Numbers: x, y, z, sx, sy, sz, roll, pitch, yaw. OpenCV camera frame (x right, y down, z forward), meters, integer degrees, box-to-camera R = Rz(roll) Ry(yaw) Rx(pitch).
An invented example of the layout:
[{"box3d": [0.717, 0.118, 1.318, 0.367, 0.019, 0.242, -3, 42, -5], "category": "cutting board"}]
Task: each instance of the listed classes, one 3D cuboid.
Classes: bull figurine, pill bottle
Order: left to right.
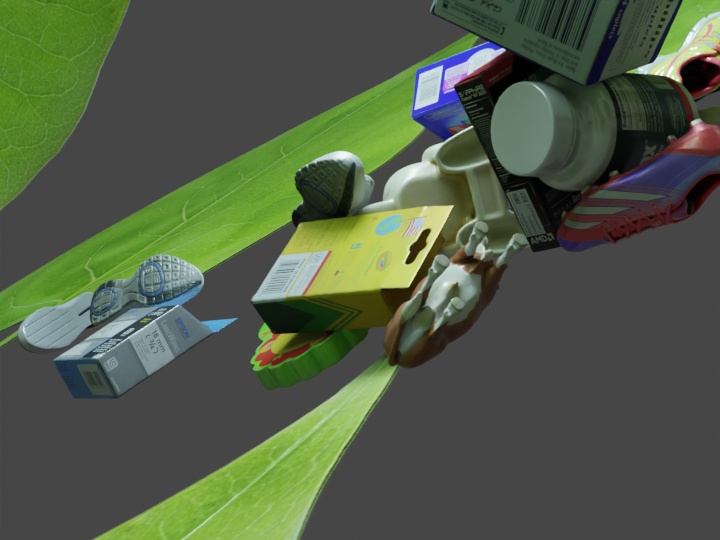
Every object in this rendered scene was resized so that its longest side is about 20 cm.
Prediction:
[{"box3d": [0.092, 0.017, 1.388, 0.200, 0.065, 0.122, -48, -9, -42], "category": "bull figurine"}, {"box3d": [0.231, -0.138, 1.455, 0.199, 0.121, 0.119, -3, -4, -37], "category": "pill bottle"}]

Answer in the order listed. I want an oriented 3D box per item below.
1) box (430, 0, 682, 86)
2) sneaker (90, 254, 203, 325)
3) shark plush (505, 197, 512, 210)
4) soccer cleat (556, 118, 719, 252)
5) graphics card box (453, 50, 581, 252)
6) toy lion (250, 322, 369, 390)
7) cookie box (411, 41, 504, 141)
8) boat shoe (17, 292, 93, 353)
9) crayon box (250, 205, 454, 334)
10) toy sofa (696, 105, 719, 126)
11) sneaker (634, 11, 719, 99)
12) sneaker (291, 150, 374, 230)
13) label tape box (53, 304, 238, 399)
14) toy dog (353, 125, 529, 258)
[{"box3d": [0.201, -0.275, 1.448, 0.183, 0.106, 0.200, 30, 28, 22], "category": "box"}, {"box3d": [-0.286, 0.036, 2.039, 0.199, 0.087, 0.075, -18, 58, 37], "category": "sneaker"}, {"box3d": [0.165, -0.087, 1.786, 0.200, 0.091, 0.083, -37, -20, 33], "category": "shark plush"}, {"box3d": [0.275, -0.065, 1.403, 0.199, 0.077, 0.066, -36, -28, 26], "category": "soccer cleat"}, {"box3d": [0.190, -0.136, 1.530, 0.125, 0.201, 0.051, -36, 14, -36], "category": "graphics card box"}, {"box3d": [-0.047, 0.059, 1.576, 0.192, 0.069, 0.199, -42, 18, -27], "category": "toy lion"}, {"box3d": [0.189, -0.190, 1.764, 0.170, 0.199, 0.076, -15, 56, 42], "category": "cookie box"}, {"box3d": [-0.485, 0.094, 2.323, 0.071, 0.072, 0.200, -30, -1, 27], "category": "boat shoe"}, {"box3d": [0.000, 0.000, 1.487, 0.199, 0.051, 0.127, -6, 39, 38], "category": "crayon box"}, {"box3d": [0.372, -0.142, 1.501, 0.082, 0.099, 0.199, -5, -3, -37], "category": "toy sofa"}, {"box3d": [0.441, -0.261, 1.850, 0.200, 0.079, 0.090, -37, 23, -19], "category": "sneaker"}, {"box3d": [-0.024, -0.090, 1.602, 0.087, 0.075, 0.200, -42, -5, -19], "category": "sneaker"}, {"box3d": [-0.280, 0.089, 1.898, 0.199, 0.064, 0.144, -35, 15, -31], "category": "label tape box"}, {"box3d": [0.085, -0.061, 1.623, 0.193, 0.141, 0.200, -23, 0, -6], "category": "toy dog"}]
